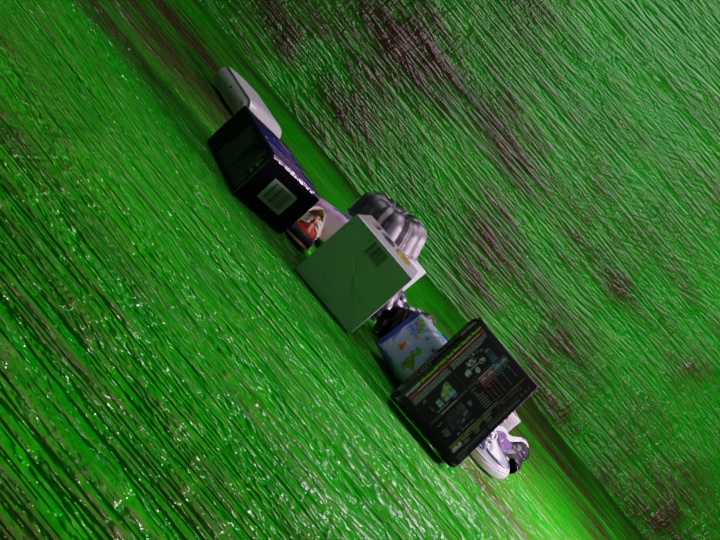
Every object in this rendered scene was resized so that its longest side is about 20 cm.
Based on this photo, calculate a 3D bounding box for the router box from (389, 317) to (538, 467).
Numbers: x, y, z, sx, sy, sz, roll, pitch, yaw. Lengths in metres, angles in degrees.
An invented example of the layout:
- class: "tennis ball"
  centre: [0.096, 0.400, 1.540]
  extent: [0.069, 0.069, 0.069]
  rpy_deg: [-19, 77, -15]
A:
- class: "router box"
  centre: [0.170, 0.200, 1.317]
  extent: [0.150, 0.200, 0.062]
  rpy_deg: [50, -12, -3]

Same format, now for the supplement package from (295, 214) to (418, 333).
- class: "supplement package"
  centre: [0.000, 0.000, 1.470]
  extent: [0.152, 0.150, 0.200]
  rpy_deg: [49, 8, 2]

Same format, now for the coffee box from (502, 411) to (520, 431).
- class: "coffee box"
  centre: [0.286, 0.299, 1.935]
  extent: [0.200, 0.080, 0.113]
  rpy_deg: [48, 7, -15]

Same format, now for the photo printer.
- class: "photo printer"
  centre: [-0.294, -0.429, 2.111]
  extent: [0.201, 0.069, 0.166]
  rpy_deg: [56, 10, 33]

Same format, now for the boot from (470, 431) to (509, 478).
- class: "boot"
  centre: [0.243, 0.310, 1.563]
  extent: [0.200, 0.090, 0.073]
  rpy_deg: [48, 23, -1]

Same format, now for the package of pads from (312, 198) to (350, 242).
- class: "package of pads"
  centre: [-0.040, -0.080, 1.765]
  extent: [0.200, 0.076, 0.120]
  rpy_deg: [38, 9, 16]

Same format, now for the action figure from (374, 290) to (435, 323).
- class: "action figure"
  centre: [0.073, 0.066, 1.763]
  extent: [0.194, 0.104, 0.200]
  rpy_deg: [54, 5, -26]

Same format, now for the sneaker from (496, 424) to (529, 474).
- class: "sneaker"
  centre: [0.319, 0.407, 1.732]
  extent: [0.200, 0.075, 0.088]
  rpy_deg: [35, 31, -49]

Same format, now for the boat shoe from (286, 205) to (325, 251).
- class: "boat shoe"
  centre: [-0.107, -0.091, 1.625]
  extent: [0.071, 0.062, 0.200]
  rpy_deg: [51, 9, -8]

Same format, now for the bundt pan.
- class: "bundt pan"
  centre: [0.072, -0.111, 1.825]
  extent: [0.201, 0.076, 0.202]
  rpy_deg: [35, 11, -8]

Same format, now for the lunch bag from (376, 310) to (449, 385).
- class: "lunch bag"
  centre: [0.139, 0.199, 1.476]
  extent: [0.170, 0.127, 0.200]
  rpy_deg: [53, -5, 37]

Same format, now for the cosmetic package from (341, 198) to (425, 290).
- class: "cosmetic package"
  centre: [0.040, -0.050, 2.027]
  extent: [0.201, 0.123, 0.199]
  rpy_deg: [55, 9, 22]

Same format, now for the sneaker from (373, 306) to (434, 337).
- class: "sneaker"
  centre: [0.093, 0.135, 1.624]
  extent: [0.113, 0.077, 0.200]
  rpy_deg: [20, -25, 21]

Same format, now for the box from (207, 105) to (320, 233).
- class: "box"
  centre: [-0.184, -0.192, 1.506]
  extent: [0.148, 0.104, 0.200]
  rpy_deg: [41, 12, -45]
